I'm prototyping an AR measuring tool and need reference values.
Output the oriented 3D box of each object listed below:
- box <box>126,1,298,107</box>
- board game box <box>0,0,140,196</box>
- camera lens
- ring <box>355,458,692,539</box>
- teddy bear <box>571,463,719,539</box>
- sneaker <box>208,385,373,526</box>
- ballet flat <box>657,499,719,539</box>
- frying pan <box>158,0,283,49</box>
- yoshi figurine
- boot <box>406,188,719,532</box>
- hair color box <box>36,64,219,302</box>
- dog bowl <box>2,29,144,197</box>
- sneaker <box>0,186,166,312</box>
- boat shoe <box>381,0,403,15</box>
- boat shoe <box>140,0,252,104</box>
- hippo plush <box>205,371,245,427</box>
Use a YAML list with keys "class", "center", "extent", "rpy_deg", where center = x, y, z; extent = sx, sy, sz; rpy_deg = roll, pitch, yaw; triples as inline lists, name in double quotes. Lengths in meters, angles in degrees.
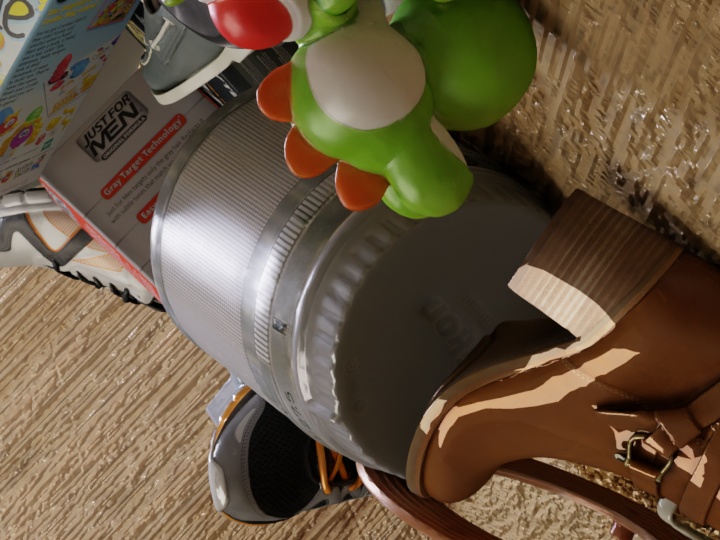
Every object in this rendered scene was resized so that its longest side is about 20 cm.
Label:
- class: "box"
  center: [-0.059, -0.103, 1.519]
  extent: [0.200, 0.046, 0.159]
  rpy_deg: [47, 172, -23]
- class: "board game box"
  center: [-0.194, -0.137, 1.414]
  extent: [0.103, 0.200, 0.105]
  rpy_deg: [43, -146, 12]
- class: "camera lens"
  center: [0.000, 0.000, 1.339]
  extent: [0.160, 0.160, 0.200]
  rpy_deg: [50, 170, -36]
- class: "ring"
  center: [0.090, 0.130, 1.333]
  extent: [0.200, 0.019, 0.200]
  rpy_deg: [19, -167, -5]
- class: "teddy bear"
  center: [0.134, 0.093, 1.490]
  extent: [0.200, 0.067, 0.145]
  rpy_deg: [46, 175, -6]
- class: "sneaker"
  center: [0.003, 0.087, 1.430]
  extent: [0.077, 0.200, 0.078]
  rpy_deg: [6, 107, 47]
- class: "ballet flat"
  center: [0.163, 0.086, 1.291]
  extent: [0.200, 0.068, 0.068]
  rpy_deg: [49, 171, -31]
- class: "frying pan"
  center: [-0.101, -0.167, 1.212]
  extent: [0.190, 0.031, 0.115]
  rpy_deg: [42, 159, 18]
- class: "yoshi figurine"
  center: [-0.003, -0.119, 1.041]
  extent: [0.200, 0.112, 0.112]
  rpy_deg: [57, -160, -13]
- class: "boot"
  center: [0.114, 0.075, 1.189]
  extent: [0.155, 0.074, 0.200]
  rpy_deg: [36, 136, 7]
- class: "hair color box"
  center: [-0.075, -0.017, 1.512]
  extent: [0.200, 0.102, 0.061]
  rpy_deg: [43, 173, 15]
- class: "dog bowl"
  center: [-0.223, -0.140, 1.606]
  extent: [0.079, 0.200, 0.200]
  rpy_deg: [37, 170, 32]
- class: "sneaker"
  center: [-0.149, -0.013, 1.608]
  extent: [0.200, 0.080, 0.074]
  rpy_deg: [-6, 175, 26]
- class: "boat shoe"
  center: [-0.059, -0.172, 1.114]
  extent: [0.200, 0.057, 0.069]
  rpy_deg: [47, 172, -18]
- class: "boat shoe"
  center: [-0.073, -0.133, 1.326]
  extent: [0.062, 0.073, 0.200]
  rpy_deg: [50, 162, -7]
- class: "hippo plush"
  center: [0.001, 0.070, 1.640]
  extent: [0.160, 0.160, 0.200]
  rpy_deg: [10, 155, -10]
